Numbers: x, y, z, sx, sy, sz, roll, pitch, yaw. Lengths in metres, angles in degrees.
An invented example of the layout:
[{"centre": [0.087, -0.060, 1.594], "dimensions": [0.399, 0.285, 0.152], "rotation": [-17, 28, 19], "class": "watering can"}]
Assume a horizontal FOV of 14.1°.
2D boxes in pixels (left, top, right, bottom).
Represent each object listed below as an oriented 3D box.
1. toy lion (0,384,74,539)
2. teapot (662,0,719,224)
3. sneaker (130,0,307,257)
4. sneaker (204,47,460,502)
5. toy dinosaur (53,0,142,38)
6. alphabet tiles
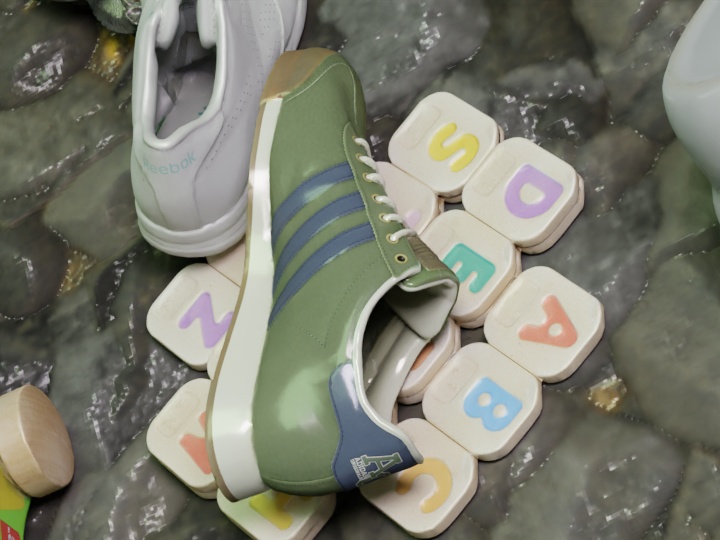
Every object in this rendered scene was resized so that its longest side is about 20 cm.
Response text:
[{"centre": [-0.185, 0.086, 1.157], "dimensions": [0.068, 0.192, 0.201], "rotation": [-23, 53, 17], "class": "toy lion"}, {"centre": [0.219, -0.074, 1.053], "dimensions": [0.200, 0.146, 0.198], "rotation": [-31, 19, 53], "class": "teapot"}, {"centre": [-0.067, -0.110, 1.266], "dimensions": [0.075, 0.089, 0.201], "rotation": [-4, 56, 8], "class": "sneaker"}, {"centre": [0.000, 0.000, 1.171], "dimensions": [0.089, 0.067, 0.201], "rotation": [-2, 61, 21], "class": "sneaker"}, {"centre": [-0.145, -0.168, 1.389], "dimensions": [0.199, 0.047, 0.089], "rotation": [22, 81, 41], "class": "toy dinosaur"}, {"centre": [0.001, 0.019, 1.206], "dimensions": [0.200, 0.015, 0.195], "rotation": [-50, 50, -6], "class": "alphabet tiles"}]
